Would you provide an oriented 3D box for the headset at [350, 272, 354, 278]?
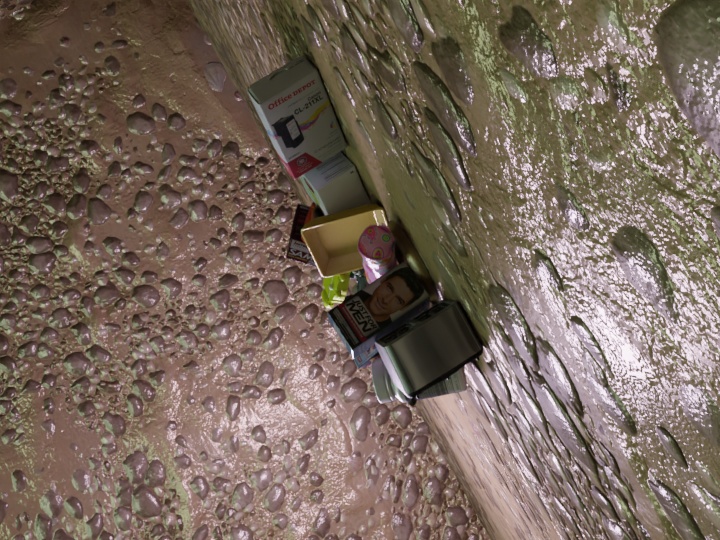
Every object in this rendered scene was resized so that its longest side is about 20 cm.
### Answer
[{"bbox_3d":[-0.010,-0.067,1.911,0.203,0.120,0.096,84,174,-46],"label":"headset"}]

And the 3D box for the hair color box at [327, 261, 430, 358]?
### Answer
[{"bbox_3d":[0.039,0.081,1.462,0.100,0.197,0.061,53,167,21],"label":"hair color box"}]

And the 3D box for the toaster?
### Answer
[{"bbox_3d":[0.131,0.155,1.381,0.121,0.178,0.200,59,175,-3],"label":"toaster"}]

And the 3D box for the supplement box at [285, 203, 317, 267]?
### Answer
[{"bbox_3d":[-0.127,-0.091,1.814,0.202,0.106,0.062,-88,16,-60],"label":"supplement box"}]

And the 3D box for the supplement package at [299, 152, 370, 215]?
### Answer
[{"bbox_3d":[-0.073,-0.215,1.693,0.115,0.108,0.201,63,174,-35],"label":"supplement package"}]

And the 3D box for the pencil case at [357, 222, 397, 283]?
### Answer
[{"bbox_3d":[0.043,-0.026,1.515,0.088,0.086,0.201,57,173,22],"label":"pencil case"}]

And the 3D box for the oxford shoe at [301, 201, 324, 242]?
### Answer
[{"bbox_3d":[-0.100,-0.113,1.726,0.071,0.072,0.201,24,-156,-8],"label":"oxford shoe"}]

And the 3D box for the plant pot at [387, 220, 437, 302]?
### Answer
[{"bbox_3d":[0.105,-0.014,1.545,0.203,0.027,0.200,60,175,9],"label":"plant pot"}]

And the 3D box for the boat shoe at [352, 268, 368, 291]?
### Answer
[{"bbox_3d":[0.000,0.000,1.755,0.073,0.060,0.205,-41,40,51],"label":"boat shoe"}]

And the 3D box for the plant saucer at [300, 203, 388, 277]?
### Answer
[{"bbox_3d":[-0.024,-0.077,1.639,0.202,0.194,0.050,68,-170,-53],"label":"plant saucer"}]

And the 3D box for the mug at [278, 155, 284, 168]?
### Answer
[{"bbox_3d":[-0.145,-0.339,1.633,0.187,0.111,0.155,89,164,-53],"label":"mug"}]

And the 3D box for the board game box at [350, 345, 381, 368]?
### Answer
[{"bbox_3d":[0.077,0.157,1.618,0.062,0.197,0.200,59,-175,28],"label":"board game box"}]

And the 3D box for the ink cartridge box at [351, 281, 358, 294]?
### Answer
[{"bbox_3d":[0.085,0.107,1.803,0.145,0.084,0.201,25,-156,-52],"label":"ink cartridge box"}]

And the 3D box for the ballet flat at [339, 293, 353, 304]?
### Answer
[{"bbox_3d":[0.013,0.092,1.875,0.067,0.047,0.198,30,-169,36],"label":"ballet flat"}]

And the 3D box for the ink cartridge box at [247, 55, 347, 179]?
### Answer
[{"bbox_3d":[-0.132,-0.323,1.495,0.083,0.143,0.202,53,172,46],"label":"ink cartridge box"}]

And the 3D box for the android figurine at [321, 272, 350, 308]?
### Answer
[{"bbox_3d":[-0.065,0.005,1.816,0.201,0.040,0.187,-116,36,-64],"label":"android figurine"}]

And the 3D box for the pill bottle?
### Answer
[{"bbox_3d":[0.129,0.225,1.539,0.113,0.194,0.117,-13,-90,-79],"label":"pill bottle"}]
